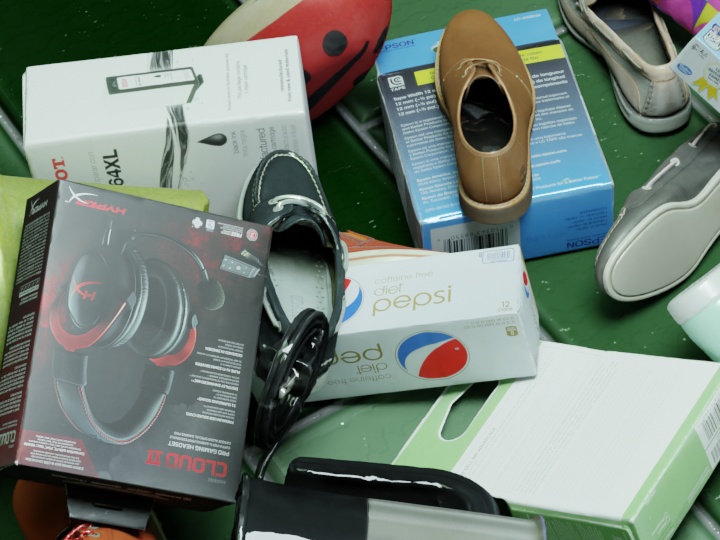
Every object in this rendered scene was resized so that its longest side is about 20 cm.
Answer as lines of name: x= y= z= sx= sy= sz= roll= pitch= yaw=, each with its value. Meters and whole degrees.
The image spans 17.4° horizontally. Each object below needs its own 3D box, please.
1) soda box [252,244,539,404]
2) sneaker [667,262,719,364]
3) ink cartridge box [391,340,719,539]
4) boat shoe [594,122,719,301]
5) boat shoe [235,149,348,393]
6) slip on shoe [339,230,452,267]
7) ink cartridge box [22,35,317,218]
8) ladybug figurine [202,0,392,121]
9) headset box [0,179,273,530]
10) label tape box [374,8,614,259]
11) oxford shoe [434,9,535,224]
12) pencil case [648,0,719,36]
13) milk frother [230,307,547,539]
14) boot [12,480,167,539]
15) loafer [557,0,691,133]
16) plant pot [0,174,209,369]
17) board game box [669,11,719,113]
soda box: x=0.018 y=0.038 z=1.589 sx=0.198 sy=0.068 sz=0.064 roll=-7 pitch=47 yaw=13
sneaker: x=0.295 y=0.032 z=1.593 sx=0.200 sy=0.074 sz=0.119 roll=-31 pitch=85 yaw=-45
ink cartridge box: x=0.135 y=0.113 z=1.542 sx=0.199 sy=0.048 sz=0.146 roll=5 pitch=44 yaw=41
boat shoe: x=0.223 y=-0.043 z=1.664 sx=0.200 sy=0.067 sz=0.057 roll=-37 pitch=38 yaw=-30
boat shoe: x=-0.040 y=-0.012 z=1.552 sx=0.075 sy=0.061 sz=0.201 roll=2 pitch=49 yaw=-15
slip on shoe: x=0.000 y=0.000 z=1.646 sx=0.198 sy=0.074 sz=0.061 roll=2 pitch=45 yaw=16
ink cartridge box: x=-0.132 y=-0.079 z=1.681 sx=0.198 sy=0.147 sz=0.085 roll=-7 pitch=49 yaw=1
ladybug figurine: x=-0.044 y=-0.161 z=1.734 sx=0.135 sy=0.200 sz=0.072 roll=-10 pitch=68 yaw=-39
headset box: x=-0.145 y=0.060 z=1.471 sx=0.148 sy=0.075 sz=0.202 roll=13 pitch=76 yaw=-22
label tape box: x=0.094 y=-0.096 z=1.724 sx=0.142 sy=0.066 sz=0.201 roll=-11 pitch=45 yaw=-3
oxford shoe: x=0.090 y=-0.127 z=1.663 sx=0.071 sy=0.072 sz=0.201 roll=-9 pitch=45 yaw=1
pencil case: x=0.272 y=-0.215 z=1.763 sx=0.200 sy=0.089 sz=0.088 roll=37 pitch=60 yaw=13
milk frother: x=0.018 y=0.141 z=1.400 sx=0.187 sy=0.201 sz=0.181 roll=8 pitch=46 yaw=-4
boot: x=-0.168 y=0.174 z=1.473 sx=0.200 sy=0.107 sz=0.075 roll=38 pitch=92 yaw=36
loafer: x=0.204 y=-0.191 z=1.796 sx=0.071 sy=0.063 sz=0.201 roll=-16 pitch=48 yaw=-8
plant pot: x=-0.190 y=0.016 z=1.590 sx=0.183 sy=0.201 sz=0.201 roll=-4 pitch=46 yaw=-12
board game box: x=0.323 y=-0.112 z=1.643 sx=0.200 sy=0.034 sz=0.134 roll=42 pitch=41 yaw=4
